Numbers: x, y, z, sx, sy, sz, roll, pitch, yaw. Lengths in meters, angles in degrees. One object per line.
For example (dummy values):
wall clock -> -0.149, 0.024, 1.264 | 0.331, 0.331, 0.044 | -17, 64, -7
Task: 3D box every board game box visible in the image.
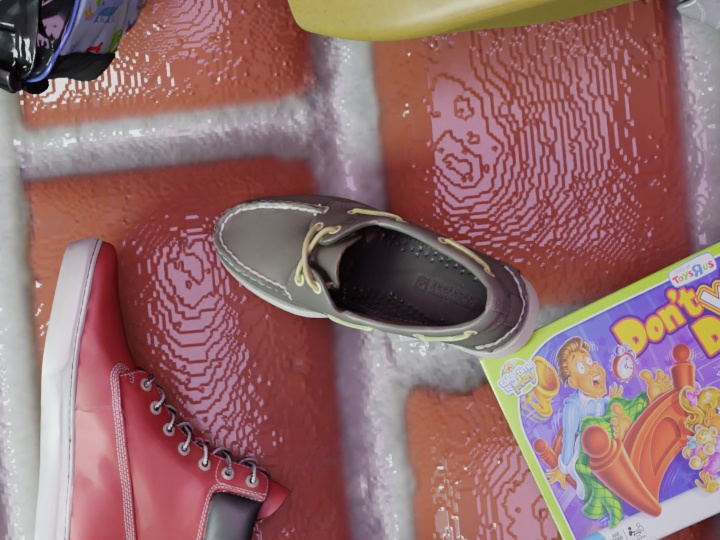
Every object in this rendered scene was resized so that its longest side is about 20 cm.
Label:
board game box -> 0.184, 0.066, 1.662 | 0.200, 0.045, 0.135 | -27, 87, 22

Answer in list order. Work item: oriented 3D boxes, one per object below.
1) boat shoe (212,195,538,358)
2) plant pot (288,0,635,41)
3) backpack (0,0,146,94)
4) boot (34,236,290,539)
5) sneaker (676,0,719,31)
boat shoe -> 0.001, -0.003, 1.681 | 0.201, 0.060, 0.072 | 17, 86, 23
plant pot -> 0.052, -0.220, 1.641 | 0.199, 0.194, 0.196 | -18, 88, 32
backpack -> -0.195, -0.222, 1.667 | 0.183, 0.147, 0.201 | 23, 106, 16
boot -> -0.110, 0.082, 1.706 | 0.144, 0.072, 0.201 | 2, 96, 3
sneaker -> 0.229, -0.228, 1.694 | 0.115, 0.075, 0.201 | 18, 90, 6
